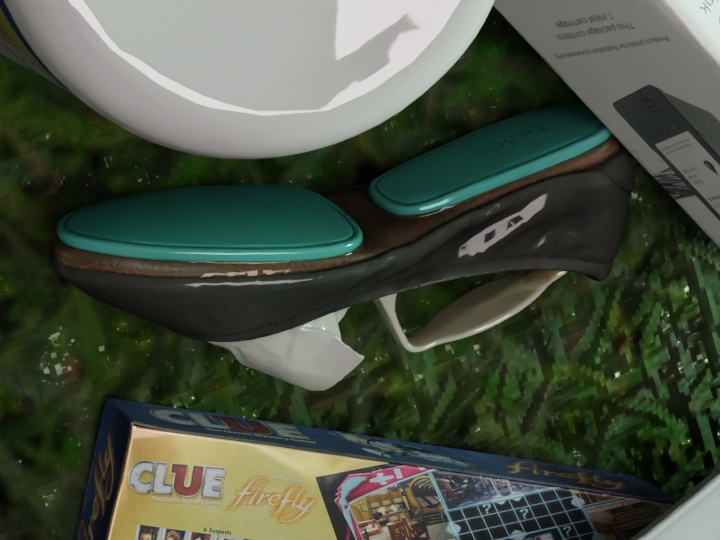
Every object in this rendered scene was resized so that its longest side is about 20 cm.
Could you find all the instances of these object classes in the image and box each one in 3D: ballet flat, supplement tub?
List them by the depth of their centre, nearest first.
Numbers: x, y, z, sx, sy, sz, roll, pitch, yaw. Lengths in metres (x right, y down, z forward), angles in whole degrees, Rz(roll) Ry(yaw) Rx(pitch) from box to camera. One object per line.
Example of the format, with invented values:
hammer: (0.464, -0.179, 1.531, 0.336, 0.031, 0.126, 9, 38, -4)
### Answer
supplement tub: (-0.054, -0.116, 0.815, 0.144, 0.200, 0.145, -4, 104, -19)
ballet flat: (0.000, 0.000, 0.936, 0.200, 0.068, 0.069, -12, 114, -17)

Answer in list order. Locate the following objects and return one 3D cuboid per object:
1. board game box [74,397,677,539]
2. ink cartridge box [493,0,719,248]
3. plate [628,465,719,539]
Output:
board game box: (-0.002, 0.124, 0.977, 0.200, 0.035, 0.136, 10, 98, -22)
ink cartridge box: (0.146, -0.092, 0.940, 0.200, 0.084, 0.146, 44, 67, -22)
plate: (0.132, 0.151, 1.009, 0.199, 0.032, 0.200, -35, 122, -23)
